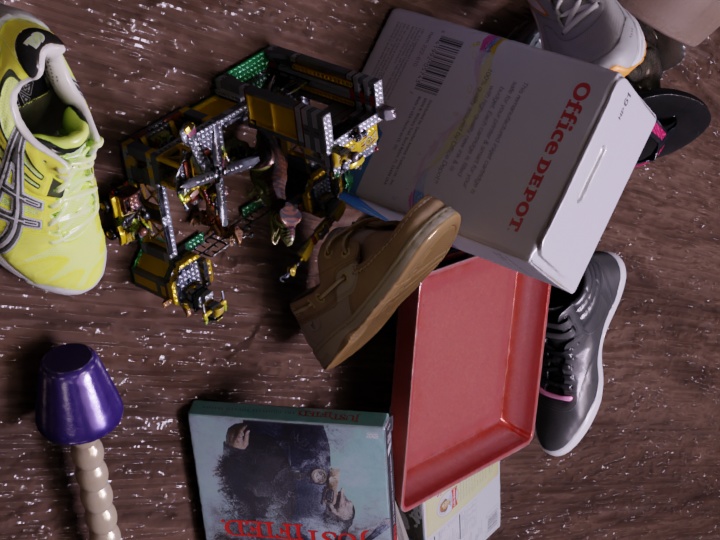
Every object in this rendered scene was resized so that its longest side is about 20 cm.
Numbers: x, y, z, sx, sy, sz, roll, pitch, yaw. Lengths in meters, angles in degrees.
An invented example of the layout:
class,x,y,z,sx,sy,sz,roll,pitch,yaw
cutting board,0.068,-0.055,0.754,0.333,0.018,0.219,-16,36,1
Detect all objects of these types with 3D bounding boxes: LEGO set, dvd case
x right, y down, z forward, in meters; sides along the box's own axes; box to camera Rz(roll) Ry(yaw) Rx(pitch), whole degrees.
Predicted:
class,x,y,z,sx,sy,sz,roll,pitch,yaw
LEGO set,-0.056,-0.052,0.998,0.200,0.116,0.154,-29,130,-42
dvd case,-0.045,0.184,1.130,0.022,0.146,0.200,-72,162,-55

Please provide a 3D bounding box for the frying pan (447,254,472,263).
class,x,y,z,sx,sy,sz,roll,pitch,yaw
frying pan,0.084,-0.026,1.280,0.190,0.031,0.115,-52,140,-24

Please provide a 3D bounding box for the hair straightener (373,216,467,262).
class,x,y,z,sx,sy,sz,roll,pitch,yaw
hair straightener,0.095,-0.051,1.228,0.200,0.041,0.077,-12,115,-29

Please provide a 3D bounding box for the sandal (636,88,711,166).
class,x,y,z,sx,sy,sz,roll,pitch,yaw
sandal,0.214,-0.114,1.309,0.200,0.045,0.075,-4,133,-25

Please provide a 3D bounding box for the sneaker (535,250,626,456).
class,x,y,z,sx,sy,sz,roll,pitch,yaw
sneaker,0.183,0.072,1.427,0.099,0.071,0.201,14,91,-53

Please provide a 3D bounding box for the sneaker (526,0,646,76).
class,x,y,z,sx,sy,sz,roll,pitch,yaw
sneaker,0.146,-0.214,1.151,0.076,0.200,0.092,-33,134,14

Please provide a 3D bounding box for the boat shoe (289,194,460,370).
class,x,y,z,sx,sy,sz,roll,pitch,yaw
boat shoe,0.000,0.000,1.072,0.074,0.069,0.200,-35,171,-38

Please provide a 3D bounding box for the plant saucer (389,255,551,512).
class,x,y,z,sx,sy,sz,roll,pitch,yaw
plant saucer,0.086,0.074,1.262,0.200,0.037,0.200,-18,118,-49

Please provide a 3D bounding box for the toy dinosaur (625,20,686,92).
class,x,y,z,sx,sy,sz,roll,pitch,yaw
toy dinosaur,0.233,-0.150,1.363,0.102,0.077,0.200,16,91,-41

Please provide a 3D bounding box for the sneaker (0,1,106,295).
class,x,y,z,sx,sy,sz,roll,pitch,yaw
sneaker,-0.182,-0.058,0.867,0.075,0.076,0.200,-46,141,-30

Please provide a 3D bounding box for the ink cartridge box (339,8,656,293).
class,x,y,z,sx,sy,sz,roll,pitch,yaw
ink cartridge box,0.088,-0.087,1.098,0.085,0.200,0.145,33,82,-54

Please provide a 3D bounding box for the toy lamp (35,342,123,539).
class,x,y,z,sx,sy,sz,roll,pitch,yaw
toy lamp,-0.173,0.136,1.002,0.058,0.058,0.200,-36,134,-36

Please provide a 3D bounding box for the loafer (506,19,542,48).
class,x,y,z,sx,sy,sz,roll,pitch,yaw
loafer,0.111,-0.143,1.223,0.200,0.063,0.072,-57,142,-33

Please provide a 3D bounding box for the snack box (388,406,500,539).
class,x,y,z,sx,sy,sz,roll,pitch,yaw
snack box,0.078,0.178,1.369,0.116,0.037,0.200,-35,134,-40

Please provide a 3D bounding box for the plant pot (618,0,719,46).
class,x,y,z,sx,sy,sz,roll,pitch,yaw
plant pot,0.281,-0.286,1.276,0.200,0.200,0.175,6,120,-54

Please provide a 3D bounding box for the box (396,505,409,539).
class,x,y,z,sx,sy,sz,roll,pitch,yaw
box,-0.001,0.211,1.230,0.068,0.082,0.200,-16,134,3
